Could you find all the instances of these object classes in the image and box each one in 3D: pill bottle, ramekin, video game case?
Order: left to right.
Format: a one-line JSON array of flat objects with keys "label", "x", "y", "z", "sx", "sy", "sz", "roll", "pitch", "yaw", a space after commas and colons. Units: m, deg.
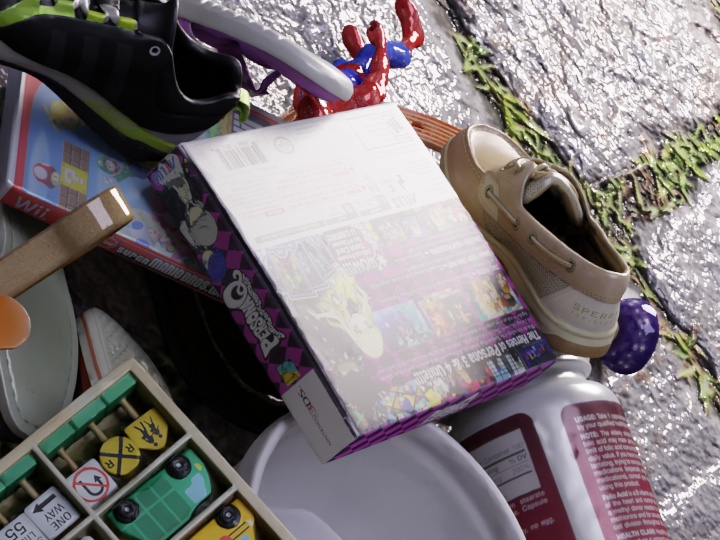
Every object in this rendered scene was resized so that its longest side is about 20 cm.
[{"label": "video game case", "x": -0.101, "y": -0.054, "z": 1.366, "sx": 0.200, "sy": 0.017, "sz": 0.143, "roll": 25, "pitch": 43, "yaw": -26}, {"label": "ramekin", "x": -0.009, "y": 0.177, "z": 1.334, "sx": 0.200, "sy": 0.105, "sz": 0.201, "roll": 24, "pitch": 48, "yaw": -30}, {"label": "video game case", "x": 0.000, "y": 0.000, "z": 1.370, "sx": 0.200, "sy": 0.036, "sz": 0.182, "roll": -17, "pitch": 71, "yaw": -54}, {"label": "pill bottle", "x": 0.112, "y": 0.134, "z": 1.474, "sx": 0.114, "sy": 0.114, "sz": 0.200, "roll": 1, "pitch": 64, "yaw": -44}]

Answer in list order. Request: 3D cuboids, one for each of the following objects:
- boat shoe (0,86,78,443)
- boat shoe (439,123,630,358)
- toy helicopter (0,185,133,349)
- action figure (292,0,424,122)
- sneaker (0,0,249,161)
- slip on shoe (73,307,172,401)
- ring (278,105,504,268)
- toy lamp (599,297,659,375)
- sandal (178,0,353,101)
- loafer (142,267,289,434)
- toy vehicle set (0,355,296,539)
[{"label": "boat shoe", "x": -0.192, "y": 0.003, "z": 1.315, "sx": 0.072, "sy": 0.060, "sz": 0.202, "roll": 38, "pitch": 38, "yaw": -52}, {"label": "boat shoe", "x": 0.106, "y": -0.033, "z": 1.490, "sx": 0.072, "sy": 0.065, "sz": 0.200, "roll": 7, "pitch": 34, "yaw": -26}, {"label": "toy helicopter", "x": -0.193, "y": 0.018, "z": 1.197, "sx": 0.200, "sy": 0.132, "sz": 0.079, "roll": -35, "pitch": 89, "yaw": -14}, {"label": "action figure", "x": -0.008, "y": -0.119, "z": 1.534, "sx": 0.052, "sy": 0.065, "sz": 0.200, "roll": 64, "pitch": 19, "yaw": -16}, {"label": "sneaker", "x": -0.131, "y": -0.130, "z": 1.282, "sx": 0.200, "sy": 0.083, "sz": 0.072, "roll": 36, "pitch": 41, "yaw": -43}, {"label": "slip on shoe", "x": -0.129, "y": 0.100, "z": 1.307, "sx": 0.074, "sy": 0.061, "sz": 0.200, "roll": 45, "pitch": 23, "yaw": -45}, {"label": "ring", "x": 0.034, "y": -0.040, "z": 1.536, "sx": 0.200, "sy": 0.019, "sz": 0.201, "roll": 17, "pitch": 31, "yaw": -10}, {"label": "toy lamp", "x": 0.100, "y": 0.018, "z": 1.587, "sx": 0.200, "sy": 0.058, "sz": 0.058, "roll": 15, "pitch": 53, "yaw": -37}, {"label": "sandal", "x": -0.081, "y": -0.124, "z": 1.454, "sx": 0.202, "sy": 0.050, "sz": 0.082, "roll": 29, "pitch": 3, "yaw": 41}, {"label": "loafer", "x": -0.078, "y": -0.002, "z": 1.416, "sx": 0.073, "sy": 0.071, "sz": 0.200, "roll": -20, "pitch": 78, "yaw": -49}, {"label": "toy vehicle set", "x": -0.143, "y": 0.148, "z": 1.201, "sx": 0.200, "sy": 0.027, "sz": 0.124, "roll": -40, "pitch": 80, "yaw": -23}]
